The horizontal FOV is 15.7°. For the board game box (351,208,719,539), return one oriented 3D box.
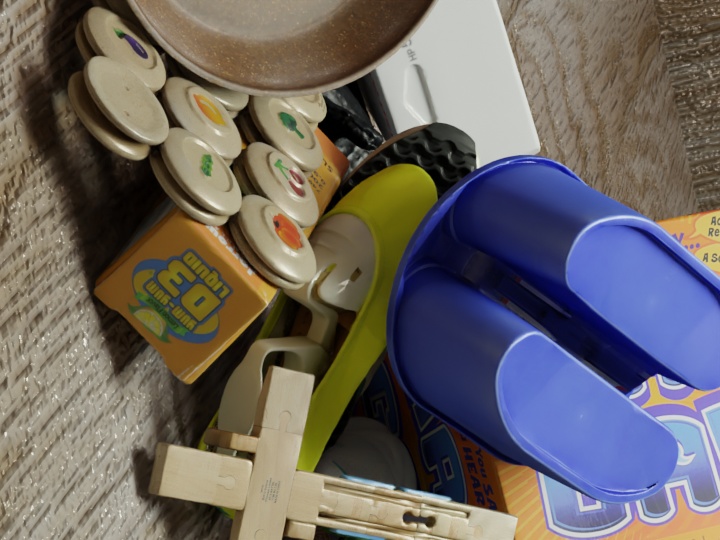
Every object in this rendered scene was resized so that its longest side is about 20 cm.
[{"bbox_3d":[0.126,0.098,1.497,0.200,0.200,0.200,138,-61,-66],"label":"board game box"}]

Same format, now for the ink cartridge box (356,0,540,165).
[{"bbox_3d":[0.027,-0.157,1.583,0.200,0.084,0.146,-118,-174,-54],"label":"ink cartridge box"}]

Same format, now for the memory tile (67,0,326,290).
[{"bbox_3d":[-0.074,-0.084,1.252,0.153,0.017,0.200,40,25,-22],"label":"memory tile"}]

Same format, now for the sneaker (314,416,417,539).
[{"bbox_3d":[0.000,0.187,1.439,0.080,0.070,0.200,-30,108,-57],"label":"sneaker"}]

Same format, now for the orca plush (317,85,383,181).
[{"bbox_3d":[-0.019,-0.060,1.413,0.105,0.071,0.200,-48,129,-27],"label":"orca plush"}]

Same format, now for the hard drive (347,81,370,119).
[{"bbox_3d":[-0.033,-0.095,1.523,0.135,0.042,0.200,-83,157,-50],"label":"hard drive"}]

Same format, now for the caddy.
[{"bbox_3d":[0.098,0.029,1.312,0.200,0.105,0.141,36,85,-44],"label":"caddy"}]

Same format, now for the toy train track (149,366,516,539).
[{"bbox_3d":[-0.015,0.113,1.272,0.200,0.033,0.115,14,85,-29],"label":"toy train track"}]

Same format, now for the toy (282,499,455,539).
[{"bbox_3d":[0.016,0.219,1.372,0.047,0.115,0.200,-40,120,-58],"label":"toy"}]

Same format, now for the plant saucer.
[{"bbox_3d":[-0.040,-0.185,1.254,0.037,0.200,0.201,21,-49,59],"label":"plant saucer"}]

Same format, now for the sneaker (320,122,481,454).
[{"bbox_3d":[0.000,0.001,1.397,0.200,0.070,0.093,-62,-175,17],"label":"sneaker"}]

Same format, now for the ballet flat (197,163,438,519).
[{"bbox_3d":[-0.025,0.032,1.295,0.067,0.067,0.200,28,89,-52],"label":"ballet flat"}]

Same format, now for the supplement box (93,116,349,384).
[{"bbox_3d":[-0.064,-0.022,1.279,0.067,0.069,0.200,46,25,-9],"label":"supplement box"}]
